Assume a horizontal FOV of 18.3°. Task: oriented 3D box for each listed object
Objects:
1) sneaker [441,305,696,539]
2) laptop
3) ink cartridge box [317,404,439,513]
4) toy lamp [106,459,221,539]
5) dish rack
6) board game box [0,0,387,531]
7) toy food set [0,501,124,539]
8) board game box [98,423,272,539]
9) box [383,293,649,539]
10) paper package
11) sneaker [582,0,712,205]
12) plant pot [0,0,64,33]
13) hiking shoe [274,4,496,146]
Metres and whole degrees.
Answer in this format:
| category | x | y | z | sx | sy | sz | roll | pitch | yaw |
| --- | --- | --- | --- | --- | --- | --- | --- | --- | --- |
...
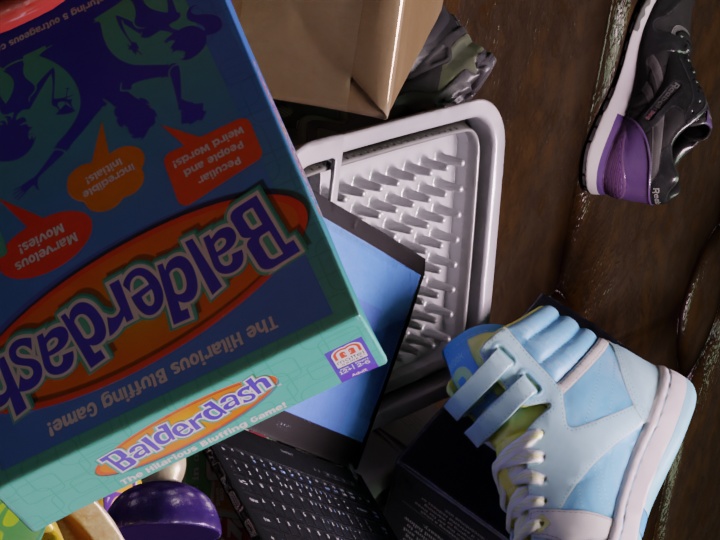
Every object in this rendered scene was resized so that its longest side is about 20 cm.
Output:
| category | x | y | z | sx | sy | sz | roll | pitch | yaw |
| --- | --- | --- | --- | --- | --- | --- | --- | --- | --- |
| sneaker | 0.081 | 0.104 | 1.134 | 0.080 | 0.130 | 0.201 | -50 | -172 | 51 |
| laptop | 0.005 | 0.079 | 1.079 | 0.103 | 0.201 | 0.177 | -39 | 152 | 13 |
| ink cartridge box | -0.041 | 0.141 | 1.261 | 0.147 | 0.083 | 0.200 | -59 | 163 | 21 |
| toy lamp | -0.084 | 0.016 | 0.973 | 0.058 | 0.058 | 0.202 | 43 | 42 | -65 |
| dish rack | 0.000 | 0.000 | 1.182 | 0.199 | 0.043 | 0.173 | -18 | 118 | -48 |
| board game box | -0.095 | -0.021 | 0.871 | 0.045 | 0.151 | 0.201 | 61 | 4 | -59 |
| toy food set | -0.185 | 0.157 | 0.905 | 0.199 | 0.049 | 0.199 | -31 | 123 | -3 |
| board game box | -0.102 | 0.092 | 1.017 | 0.200 | 0.030 | 0.096 | 34 | 59 | -55 |
| box | 0.089 | 0.138 | 1.289 | 0.148 | 0.104 | 0.201 | -47 | 162 | -29 |
| paper package | -0.009 | -0.194 | 1.087 | 0.200 | 0.102 | 0.192 | -64 | 164 | -65 |
| sneaker | 0.256 | -0.143 | 1.836 | 0.202 | 0.087 | 0.076 | -69 | 157 | -15 |
| plant pot | -0.154 | -0.186 | 0.700 | 0.183 | 0.199 | 0.202 | 75 | 36 | -64 |
| hiking shoe | -0.025 | -0.100 | 1.230 | 0.199 | 0.101 | 0.076 | -28 | 164 | -32 |
